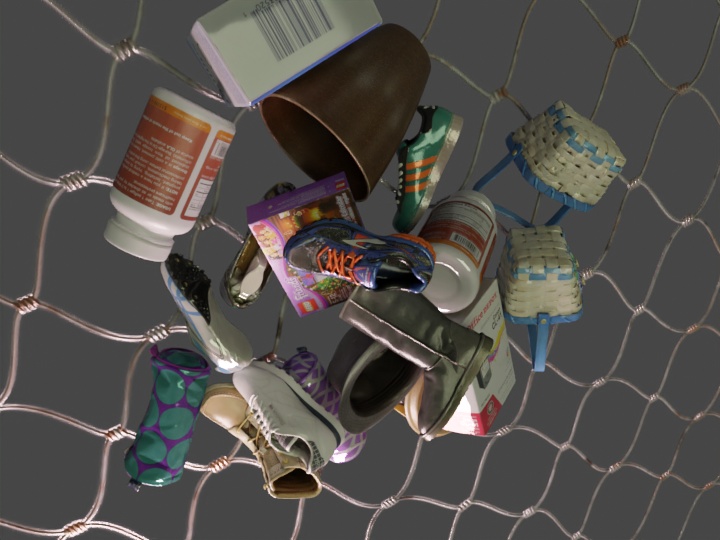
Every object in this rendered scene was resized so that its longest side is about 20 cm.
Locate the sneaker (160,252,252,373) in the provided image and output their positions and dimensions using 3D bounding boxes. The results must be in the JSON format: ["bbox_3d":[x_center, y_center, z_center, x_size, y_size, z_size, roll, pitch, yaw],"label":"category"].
[{"bbox_3d":[-0.232,0.068,0.886,0.072,0.072,0.201,-21,111,21],"label":"sneaker"}]

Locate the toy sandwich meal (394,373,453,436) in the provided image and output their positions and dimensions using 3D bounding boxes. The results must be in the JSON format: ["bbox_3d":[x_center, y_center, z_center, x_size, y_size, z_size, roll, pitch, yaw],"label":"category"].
[{"bbox_3d":[0.136,0.198,1.083,0.204,0.070,0.207,-12,112,-31],"label":"toy sandwich meal"}]

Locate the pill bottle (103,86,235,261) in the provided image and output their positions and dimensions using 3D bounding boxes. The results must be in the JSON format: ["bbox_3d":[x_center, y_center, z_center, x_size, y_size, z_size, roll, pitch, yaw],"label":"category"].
[{"bbox_3d":[-0.249,-0.119,0.785,0.112,0.112,0.201,23,98,-27],"label":"pill bottle"}]

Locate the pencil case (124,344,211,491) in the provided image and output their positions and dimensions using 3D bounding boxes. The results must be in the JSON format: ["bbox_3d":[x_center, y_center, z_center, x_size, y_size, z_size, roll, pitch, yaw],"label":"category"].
[{"bbox_3d":[-0.286,0.215,0.901,0.092,0.085,0.201,19,100,-2],"label":"pencil case"}]

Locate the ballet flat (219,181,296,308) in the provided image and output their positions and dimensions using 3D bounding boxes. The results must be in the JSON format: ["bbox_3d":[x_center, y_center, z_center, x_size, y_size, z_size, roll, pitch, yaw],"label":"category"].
[{"bbox_3d":[-0.138,-0.031,0.886,0.072,0.072,0.201,25,97,-27],"label":"ballet flat"}]

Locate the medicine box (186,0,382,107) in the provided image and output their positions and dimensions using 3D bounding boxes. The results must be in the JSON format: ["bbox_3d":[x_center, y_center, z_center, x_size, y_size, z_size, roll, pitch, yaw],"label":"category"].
[{"bbox_3d":[-0.100,-0.287,0.736,0.182,0.200,0.103,-34,112,-8],"label":"medicine box"}]

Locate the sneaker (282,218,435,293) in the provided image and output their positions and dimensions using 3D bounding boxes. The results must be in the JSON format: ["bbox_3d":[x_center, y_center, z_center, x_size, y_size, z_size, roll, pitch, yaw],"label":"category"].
[{"bbox_3d":[0.001,-0.014,0.773,0.198,0.079,0.076,4,121,-3],"label":"sneaker"}]

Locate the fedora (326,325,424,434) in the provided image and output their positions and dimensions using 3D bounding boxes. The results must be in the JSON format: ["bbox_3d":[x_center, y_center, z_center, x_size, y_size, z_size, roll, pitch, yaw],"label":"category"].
[{"bbox_3d":[0.017,0.145,0.957,0.200,0.090,0.177,-46,141,-11],"label":"fedora"}]

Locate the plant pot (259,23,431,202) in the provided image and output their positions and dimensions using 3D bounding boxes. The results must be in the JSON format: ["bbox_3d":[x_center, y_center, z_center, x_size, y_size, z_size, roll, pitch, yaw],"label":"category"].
[{"bbox_3d":[-0.001,-0.230,0.826,0.200,0.187,0.187,-51,119,-15],"label":"plant pot"}]

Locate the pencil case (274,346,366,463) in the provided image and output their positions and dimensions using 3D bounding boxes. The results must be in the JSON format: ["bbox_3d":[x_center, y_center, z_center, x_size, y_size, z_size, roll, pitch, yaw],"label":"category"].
[{"bbox_3d":[-0.066,0.225,0.999,0.085,0.084,0.201,-17,118,27],"label":"pencil case"}]

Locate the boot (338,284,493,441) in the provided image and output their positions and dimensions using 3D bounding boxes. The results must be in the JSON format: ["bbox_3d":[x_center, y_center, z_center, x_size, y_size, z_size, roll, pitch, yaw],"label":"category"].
[{"bbox_3d":[0.057,0.109,0.840,0.199,0.073,0.183,29,92,0],"label":"boot"}]

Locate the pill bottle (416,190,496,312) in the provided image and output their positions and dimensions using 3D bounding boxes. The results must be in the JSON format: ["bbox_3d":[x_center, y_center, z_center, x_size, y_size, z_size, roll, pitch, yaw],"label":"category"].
[{"bbox_3d":[0.141,-0.038,0.918,0.111,0.200,0.113,13,127,17],"label":"pill bottle"}]

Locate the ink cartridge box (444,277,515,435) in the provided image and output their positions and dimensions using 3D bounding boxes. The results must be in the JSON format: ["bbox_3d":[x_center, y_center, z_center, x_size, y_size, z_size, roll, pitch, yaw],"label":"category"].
[{"bbox_3d":[0.168,0.130,0.959,0.148,0.085,0.201,-42,125,-45],"label":"ink cartridge box"}]

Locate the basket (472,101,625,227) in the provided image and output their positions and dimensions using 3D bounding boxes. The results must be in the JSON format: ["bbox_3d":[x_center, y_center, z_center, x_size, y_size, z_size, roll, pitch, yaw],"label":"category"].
[{"bbox_3d":[0.304,-0.153,0.989,0.175,0.140,0.200,21,126,-30],"label":"basket"}]

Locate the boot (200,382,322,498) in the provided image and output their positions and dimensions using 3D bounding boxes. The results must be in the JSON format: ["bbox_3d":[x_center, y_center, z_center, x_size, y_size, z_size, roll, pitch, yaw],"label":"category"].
[{"bbox_3d":[-0.152,0.259,0.930,0.200,0.156,0.073,35,100,-29],"label":"boot"}]

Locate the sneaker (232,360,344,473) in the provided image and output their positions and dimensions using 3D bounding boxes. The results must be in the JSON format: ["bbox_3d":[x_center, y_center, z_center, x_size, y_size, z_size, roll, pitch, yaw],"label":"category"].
[{"bbox_3d":[-0.119,0.209,0.899,0.080,0.199,0.077,-39,155,-44],"label":"sneaker"}]

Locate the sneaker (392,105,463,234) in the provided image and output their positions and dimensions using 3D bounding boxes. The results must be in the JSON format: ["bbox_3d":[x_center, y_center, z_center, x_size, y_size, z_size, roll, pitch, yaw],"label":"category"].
[{"bbox_3d":[0.081,-0.155,0.939,0.079,0.071,0.201,21,106,-7],"label":"sneaker"}]

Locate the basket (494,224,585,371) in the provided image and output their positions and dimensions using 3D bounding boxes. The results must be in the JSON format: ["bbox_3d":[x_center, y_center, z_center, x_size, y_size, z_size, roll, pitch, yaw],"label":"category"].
[{"bbox_3d":[0.293,0.042,1.015,0.138,0.177,0.201,2,127,5],"label":"basket"}]

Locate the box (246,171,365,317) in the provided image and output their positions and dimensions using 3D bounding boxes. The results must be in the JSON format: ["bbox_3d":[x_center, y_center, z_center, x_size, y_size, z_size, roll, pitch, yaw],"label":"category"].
[{"bbox_3d":[-0.055,-0.028,0.844,0.136,0.039,0.201,-20,136,3],"label":"box"}]
